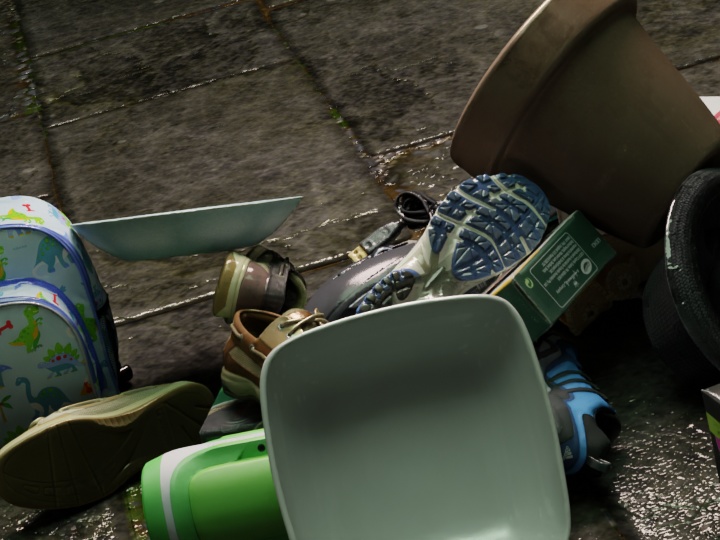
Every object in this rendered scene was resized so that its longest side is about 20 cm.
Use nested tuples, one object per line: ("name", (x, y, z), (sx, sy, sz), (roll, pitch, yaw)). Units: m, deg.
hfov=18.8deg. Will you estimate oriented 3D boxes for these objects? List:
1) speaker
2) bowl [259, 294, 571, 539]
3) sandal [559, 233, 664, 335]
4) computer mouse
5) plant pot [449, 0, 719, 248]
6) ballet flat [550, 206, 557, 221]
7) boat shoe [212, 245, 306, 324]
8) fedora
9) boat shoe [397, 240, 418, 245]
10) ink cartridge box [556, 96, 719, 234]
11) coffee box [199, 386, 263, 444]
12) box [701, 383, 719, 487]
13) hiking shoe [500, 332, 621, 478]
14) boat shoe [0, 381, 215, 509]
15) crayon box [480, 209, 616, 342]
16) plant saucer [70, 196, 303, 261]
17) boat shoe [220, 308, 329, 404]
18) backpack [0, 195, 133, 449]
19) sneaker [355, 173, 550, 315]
("speaker", (-0.057, 0.160, 1.601), (0.198, 0.089, 0.089), (-11, 23, 6))
("bowl", (0.035, 0.128, 1.518), (0.198, 0.202, 0.075), (-12, -8, -5))
("sandal", (0.171, 0.027, 1.837), (0.210, 0.078, 0.070), (-12, 53, 21))
("computer mouse", (0.000, 0.000, 1.789), (0.200, 0.046, 0.140), (-45, 20, -8))
("plant pot", (0.198, -0.115, 1.748), (0.174, 0.201, 0.200), (39, 44, 14))
("ballet flat", (0.133, -0.060, 2.026), (0.073, 0.074, 0.200), (10, 32, 43))
("boat shoe", (-0.079, 0.021, 1.838), (0.066, 0.072, 0.201), (20, 1, 6))
("fedora", (0.280, 0.020, 1.689), (0.091, 0.201, 0.200), (-33, 5, 42))
("boat shoe", (0.061, 0.010, 1.827), (0.074, 0.060, 0.200), (-46, 13, -26))
("ink cartridge box", (0.273, -0.071, 1.873), (0.199, 0.147, 0.083), (4, 26, 34))
("coffee box", (-0.052, 0.096, 1.799), (0.122, 0.044, 0.200), (-8, 23, 16))
("box", (0.349, 0.121, 1.414), (0.199, 0.125, 0.149), (-20, 22, -13))
("hiking shoe", (0.154, 0.110, 1.646), (0.086, 0.075, 0.200), (21, 22, 5))
("boat shoe", (-0.214, 0.138, 1.765), (0.200, 0.074, 0.063), (-23, 18, -29))
("crayon box", (0.103, 0.047, 1.731), (0.200, 0.052, 0.126), (-42, 1, 41))
("plant saucer", (-0.145, -0.033, 1.846), (0.199, 0.039, 0.201), (-7, 3, 0))
("boat shoe", (-0.050, 0.067, 1.671), (0.075, 0.075, 0.199), (-7, 9, -34))
("backpack", (-0.301, 0.049, 1.846), (0.182, 0.201, 0.147), (-14, 22, -3))
("sneaker", (0.065, 0.000, 1.693), (0.200, 0.077, 0.085), (-40, -7, -18))
